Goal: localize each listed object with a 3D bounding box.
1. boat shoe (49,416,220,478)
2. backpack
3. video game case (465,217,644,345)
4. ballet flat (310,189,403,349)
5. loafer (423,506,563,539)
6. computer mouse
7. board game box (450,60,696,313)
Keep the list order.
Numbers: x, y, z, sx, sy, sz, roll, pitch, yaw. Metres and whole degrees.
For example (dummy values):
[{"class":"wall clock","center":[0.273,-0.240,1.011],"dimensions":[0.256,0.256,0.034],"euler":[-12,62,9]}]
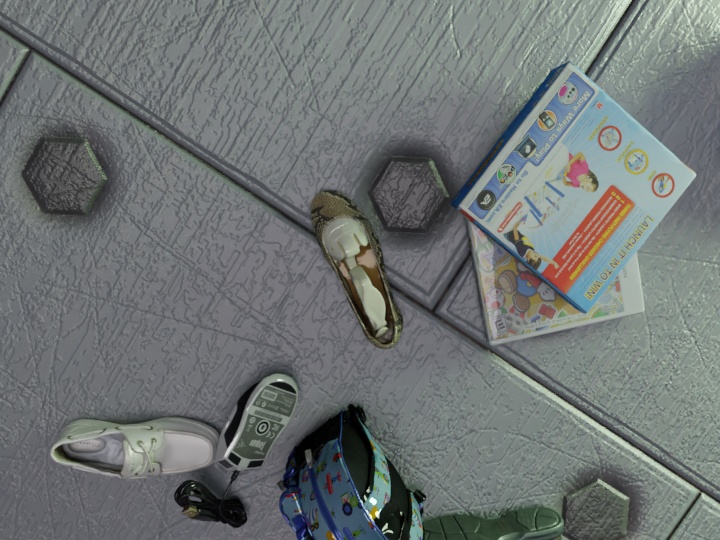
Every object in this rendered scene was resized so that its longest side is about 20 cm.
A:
[{"class":"boat shoe","center":[-0.268,0.219,0.836],"dimensions":[0.196,0.069,0.072],"euler":[0,95,-4]},{"class":"backpack","center":[-0.006,0.278,0.790],"dimensions":[0.134,0.200,0.184],"euler":[-34,99,3]},{"class":"video game case","center":[0.235,-0.018,0.848],"dimensions":[0.197,0.023,0.185],"euler":[-12,98,0]},{"class":"ballet flat","center":[0.000,0.000,0.814],"dimensions":[0.067,0.075,0.202],"euler":[-23,98,2]},{"class":"loafer","center":[0.159,0.347,0.875],"dimensions":[0.196,0.072,0.064],"euler":[-6,104,-4]},{"class":"computer mouse","center":[-0.142,0.210,0.846],"dimensions":[0.109,0.044,0.202],"euler":[30,89,-40]},{"class":"board game box","center":[0.239,-0.092,0.799],"dimensions":[0.195,0.056,0.201],"euler":[38,94,-7]}]
